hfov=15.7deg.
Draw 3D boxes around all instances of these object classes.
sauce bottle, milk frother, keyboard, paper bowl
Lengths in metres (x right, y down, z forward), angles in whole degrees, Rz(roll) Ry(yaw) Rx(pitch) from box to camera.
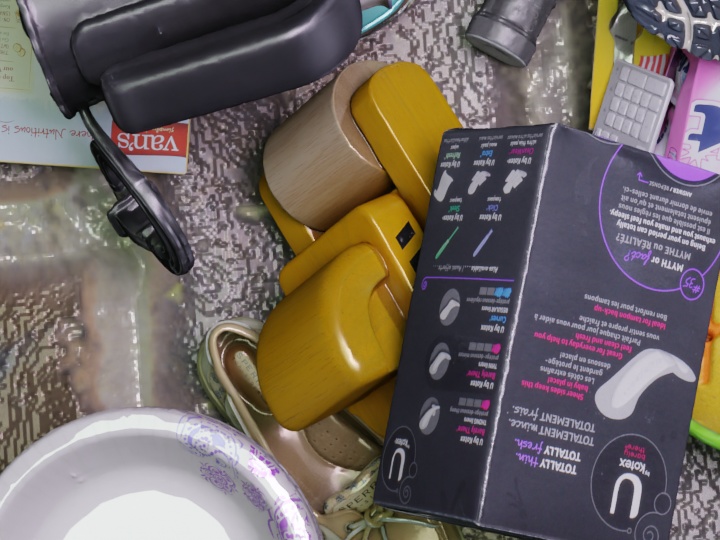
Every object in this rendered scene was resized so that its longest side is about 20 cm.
[{"bbox_3d":[0.122,-0.212,1.486,0.066,0.066,0.201,25,84,2],"label":"sauce bottle"},{"bbox_3d":[-0.073,-0.119,1.400,0.187,0.200,0.181,-18,59,1],"label":"milk frother"},{"bbox_3d":[0.126,-0.014,1.424,0.011,0.056,0.201,12,100,-25],"label":"keyboard"},{"bbox_3d":[-0.115,0.175,1.429,0.199,0.104,0.202,0,88,4],"label":"paper bowl"}]

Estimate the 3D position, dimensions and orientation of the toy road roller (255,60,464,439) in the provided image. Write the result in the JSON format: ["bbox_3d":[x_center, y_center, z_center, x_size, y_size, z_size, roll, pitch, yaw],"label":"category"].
[{"bbox_3d":[0.000,0.000,1.410,0.146,0.123,0.201,-24,81,-41],"label":"toy road roller"}]

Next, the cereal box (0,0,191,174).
[{"bbox_3d":[-0.160,-0.158,1.458,0.143,0.040,0.201,5,105,-4],"label":"cereal box"}]

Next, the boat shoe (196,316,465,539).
[{"bbox_3d":[-0.019,0.108,1.459,0.200,0.063,0.073,44,86,3],"label":"boat shoe"}]

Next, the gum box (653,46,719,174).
[{"bbox_3d":[0.254,-0.074,1.422,0.199,0.066,0.114,6,112,-8],"label":"gum box"}]

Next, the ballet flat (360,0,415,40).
[{"bbox_3d":[0.019,-0.187,1.477,0.200,0.075,0.068,-36,103,8],"label":"ballet flat"}]

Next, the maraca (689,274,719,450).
[{"bbox_3d":[0.204,0.029,1.448,0.199,0.107,0.137,30,65,16],"label":"maraca"}]

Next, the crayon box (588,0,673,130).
[{"bbox_3d":[0.225,-0.143,1.455,0.198,0.051,0.128,1,112,-6],"label":"crayon box"}]

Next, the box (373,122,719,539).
[{"bbox_3d":[0.097,0.036,1.323,0.122,0.106,0.201,15,83,-29],"label":"box"}]

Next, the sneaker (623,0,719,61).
[{"bbox_3d":[0.227,-0.163,1.372,0.199,0.086,0.078,-11,112,-11],"label":"sneaker"}]

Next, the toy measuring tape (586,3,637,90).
[{"bbox_3d":[0.184,-0.192,1.482,0.073,0.074,0.201,26,86,2],"label":"toy measuring tape"}]
